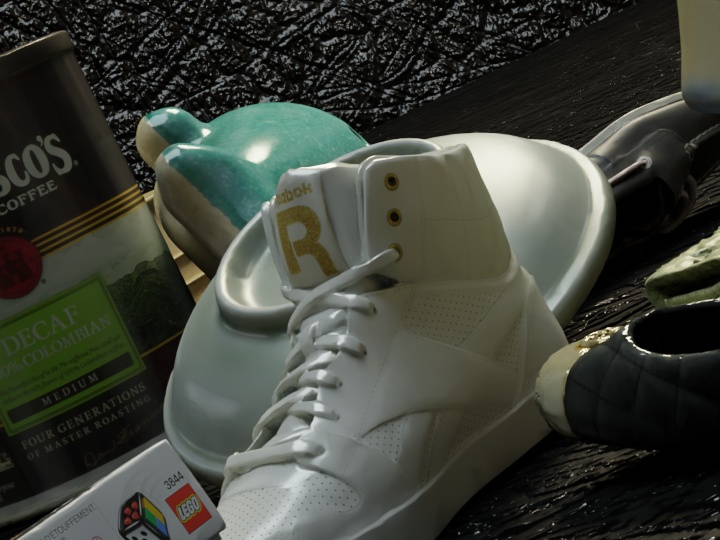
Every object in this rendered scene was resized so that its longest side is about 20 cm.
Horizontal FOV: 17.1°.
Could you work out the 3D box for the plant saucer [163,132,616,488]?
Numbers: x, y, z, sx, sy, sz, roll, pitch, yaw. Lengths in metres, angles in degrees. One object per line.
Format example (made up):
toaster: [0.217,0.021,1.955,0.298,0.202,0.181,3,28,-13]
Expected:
plant saucer: [0.000,0.000,0.929,0.200,0.050,0.200,-26,26,14]

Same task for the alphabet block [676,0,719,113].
alphabet block: [0.203,-0.148,0.613,0.196,0.200,0.195,-11,11,-35]

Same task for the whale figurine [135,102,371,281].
whale figurine: [-0.040,-0.034,1.178,0.104,0.159,0.200,-46,-11,1]

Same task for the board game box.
board game box: [-0.140,0.124,0.662,0.200,0.035,0.126,-34,-1,36]

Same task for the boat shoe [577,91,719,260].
boat shoe: [0.099,-0.019,1.047,0.200,0.057,0.067,-25,-31,-29]

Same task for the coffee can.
coffee can: [-0.165,0.004,1.165,0.146,0.200,0.146,-26,6,3]

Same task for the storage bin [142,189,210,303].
storage bin: [-0.192,0.015,1.723,0.200,0.094,0.199,-21,8,36]

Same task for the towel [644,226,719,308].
towel: [0.193,-0.030,0.778,0.200,0.037,0.148,-31,8,-40]

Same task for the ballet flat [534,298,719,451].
ballet flat: [0.121,0.007,0.636,0.200,0.057,0.066,-20,12,45]

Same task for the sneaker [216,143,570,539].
sneaker: [-0.013,0.030,0.729,0.074,0.116,0.200,-18,12,39]
